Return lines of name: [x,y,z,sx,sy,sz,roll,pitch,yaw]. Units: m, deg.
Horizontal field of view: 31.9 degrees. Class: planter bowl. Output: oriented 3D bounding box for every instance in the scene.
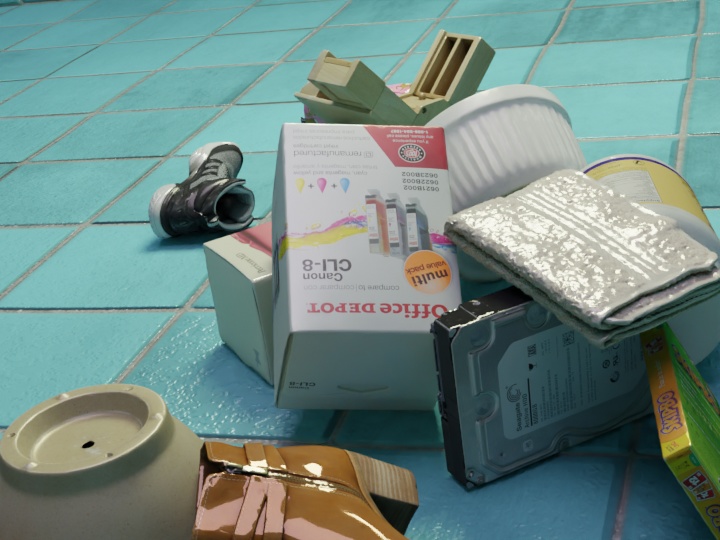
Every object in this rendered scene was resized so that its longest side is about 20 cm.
planter bowl: [-0.182,0.166,0.894,0.197,0.136,0.201,-7,23,3]

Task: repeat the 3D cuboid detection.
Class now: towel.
towel: [0.168,-0.017,0.954,0.131,0.035,0.200,-21,36,-26]

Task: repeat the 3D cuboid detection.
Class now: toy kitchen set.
toy kitchen set: [0.029,-0.270,1.650,0.162,0.199,0.182,20,79,47]

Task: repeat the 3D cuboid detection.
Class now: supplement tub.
supplement tub: [0.247,-0.007,1.120,0.143,0.147,0.201,-6,24,6]

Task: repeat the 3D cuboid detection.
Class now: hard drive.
hard drive: [0.152,0.072,0.981,0.198,0.141,0.038,-17,25,-21]

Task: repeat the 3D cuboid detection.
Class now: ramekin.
ramekin: [0.139,-0.078,1.263,0.198,0.201,0.106,-16,57,-16]

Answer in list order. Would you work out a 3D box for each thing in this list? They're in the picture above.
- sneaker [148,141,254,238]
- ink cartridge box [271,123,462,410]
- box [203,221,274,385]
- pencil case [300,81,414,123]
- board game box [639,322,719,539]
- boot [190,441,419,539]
sneaker: [-0.172,-0.100,1.576,0.112,0.076,0.200,4,32,26]
ink cartridge box: [0.000,0.000,1.060,0.143,0.145,0.202,1,61,-8]
box: [-0.035,0.010,1.228,0.198,0.110,0.128,-19,26,-24]
pencil case: [0.011,-0.231,1.794,0.198,0.084,0.086,6,27,30]
board game box: [0.242,0.113,0.914,0.030,0.096,0.200,-29,18,21]
boot: [-0.031,0.177,0.803,0.153,0.077,0.201,12,32,-14]
